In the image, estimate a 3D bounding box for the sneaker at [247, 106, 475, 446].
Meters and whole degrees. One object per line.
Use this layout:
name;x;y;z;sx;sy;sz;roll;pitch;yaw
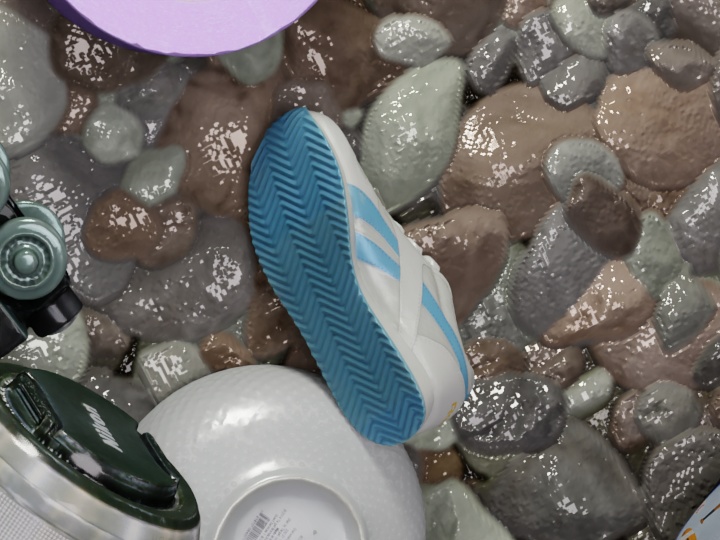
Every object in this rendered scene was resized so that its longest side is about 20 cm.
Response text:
sneaker;0.000;0.000;1.578;0.081;0.076;0.201;-19;86;-54

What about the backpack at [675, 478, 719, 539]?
backpack;0.289;0.185;1.646;0.190;0.154;0.200;-41;108;2

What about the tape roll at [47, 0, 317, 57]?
tape roll;-0.101;-0.221;1.526;0.198;0.066;0.202;-2;97;-16

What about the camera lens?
camera lens;-0.194;0.164;1.472;0.159;0.160;0.201;32;100;-17

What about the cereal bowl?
cereal bowl;-0.051;0.158;1.570;0.198;0.083;0.202;-2;97;-16

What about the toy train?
toy train;-0.242;-0.031;1.498;0.114;0.085;0.200;-37;104;0
